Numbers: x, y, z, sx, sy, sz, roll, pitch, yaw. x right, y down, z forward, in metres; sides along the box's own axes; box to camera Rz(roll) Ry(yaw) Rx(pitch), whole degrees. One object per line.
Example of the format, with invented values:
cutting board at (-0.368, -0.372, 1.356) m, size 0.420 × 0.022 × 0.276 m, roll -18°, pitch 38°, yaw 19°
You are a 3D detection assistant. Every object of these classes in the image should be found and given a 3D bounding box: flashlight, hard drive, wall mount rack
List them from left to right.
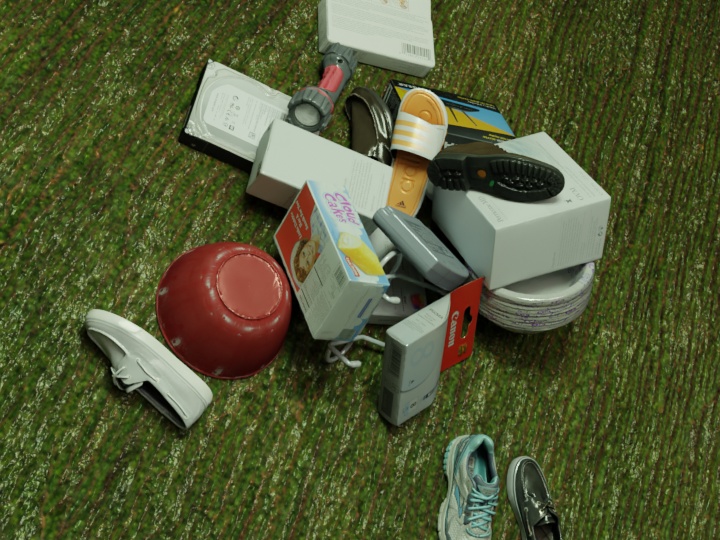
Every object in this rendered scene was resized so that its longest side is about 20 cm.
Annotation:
hard drive at (-0.161, -0.218, 1.741) m, size 0.199 × 0.038 × 0.140 m, roll 24°, pitch 61°, yaw -18°
flashlight at (-0.056, -0.286, 1.776) m, size 0.068 × 0.068 × 0.200 m, roll 31°, pitch 41°, yaw -8°
wall mount rack at (0.039, 0.068, 1.653) m, size 0.074 × 0.201 × 0.173 m, roll 40°, pitch 22°, yaw 22°

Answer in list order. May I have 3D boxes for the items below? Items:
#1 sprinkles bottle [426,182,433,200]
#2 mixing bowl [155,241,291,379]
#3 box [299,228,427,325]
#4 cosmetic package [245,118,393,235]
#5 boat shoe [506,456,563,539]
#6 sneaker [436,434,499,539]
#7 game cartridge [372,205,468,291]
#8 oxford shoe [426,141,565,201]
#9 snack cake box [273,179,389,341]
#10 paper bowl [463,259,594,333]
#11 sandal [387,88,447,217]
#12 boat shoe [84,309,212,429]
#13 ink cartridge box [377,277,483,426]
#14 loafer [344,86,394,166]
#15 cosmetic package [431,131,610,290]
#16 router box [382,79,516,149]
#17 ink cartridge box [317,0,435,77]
sprinkles bottle at (0.201, -0.147, 1.887) m, size 0.199 × 0.068 × 0.069 m, roll -2°, pitch 71°, yaw -29°
mixing bowl at (-0.172, 0.039, 1.586) m, size 0.199 × 0.108 × 0.201 m, roll 10°, pitch 66°, yaw -23°
box at (0.000, 0.000, 1.734) m, size 0.199 × 0.041 × 0.157 m, roll 4°, pitch 67°, yaw -26°
cosmetic package at (-0.059, -0.133, 1.696) m, size 0.199 × 0.074 × 0.102 m, roll 22°, pitch 60°, yaw -16°
boat shoe at (0.269, 0.372, 1.713) m, size 0.068 × 0.057 × 0.201 m, roll 1°, pitch 70°, yaw -28°
sneaker at (0.160, 0.329, 1.655) m, size 0.077 × 0.086 × 0.201 m, roll 9°, pitch 65°, yaw -24°
game cartridge at (0.094, -0.028, 1.667) m, size 0.133 × 0.200 × 0.041 m, roll 44°, pitch 99°, yaw 16°
oxford shoe at (0.204, -0.155, 1.680) m, size 0.199 × 0.073 × 0.085 m, roll 13°, pitch 39°, yaw 17°
snack cake box at (-0.044, -0.014, 1.580) m, size 0.067 × 0.115 × 0.201 m, roll 6°, pitch 42°, yaw -32°
paper bowl at (0.259, 0.019, 1.795) m, size 0.199 × 0.105 × 0.201 m, roll 1°, pitch 39°, yaw -1°
sandal at (0.081, -0.168, 1.734) m, size 0.079 × 0.059 × 0.208 m, roll 12°, pitch 100°, yaw 4°
boat shoe at (-0.289, 0.133, 1.514) m, size 0.200 × 0.072 × 0.069 m, roll 44°, pitch 55°, yaw -17°
ink cartridge box at (0.115, 0.117, 1.679) m, size 0.199 × 0.161 × 0.047 m, roll -26°, pitch 47°, yaw -33°
loafer at (0.017, -0.195, 1.804) m, size 0.071 × 0.073 × 0.201 m, roll -15°, pitch 77°, yaw -32°
cosmetic package at (0.240, -0.095, 1.760) m, size 0.199 × 0.123 × 0.200 m, roll -16°, pitch 42°, yaw -17°
router box at (0.147, -0.233, 1.862) m, size 0.199 × 0.051 × 0.149 m, roll 9°, pitch 35°, yaw -24°
ink cartridge box at (0.026, -0.427, 1.924) m, size 0.199 × 0.045 × 0.177 m, roll 10°, pitch 66°, yaw -25°
